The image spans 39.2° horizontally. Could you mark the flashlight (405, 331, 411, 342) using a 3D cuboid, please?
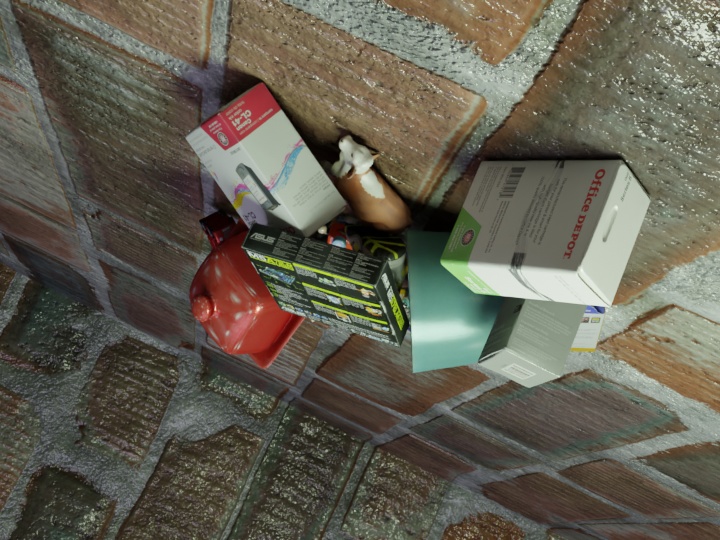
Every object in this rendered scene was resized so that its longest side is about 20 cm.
[{"bbox_3d":[0.077,0.101,1.919,0.199,0.068,0.068,24,159,-11],"label":"flashlight"}]

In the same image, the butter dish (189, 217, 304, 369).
[{"bbox_3d":[-0.205,0.045,1.607,0.200,0.147,0.200,52,129,19],"label":"butter dish"}]

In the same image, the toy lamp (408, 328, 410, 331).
[{"bbox_3d":[0.157,0.100,1.811,0.199,0.059,0.058,6,155,42],"label":"toy lamp"}]

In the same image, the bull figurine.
[{"bbox_3d":[-0.002,-0.114,1.400,0.121,0.065,0.200,16,158,39],"label":"bull figurine"}]

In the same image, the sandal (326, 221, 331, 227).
[{"bbox_3d":[-0.133,-0.117,1.599,0.200,0.043,0.076,35,160,-28],"label":"sandal"}]

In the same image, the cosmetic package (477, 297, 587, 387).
[{"bbox_3d":[0.235,0.039,1.290,0.090,0.201,0.107,24,160,-5],"label":"cosmetic package"}]

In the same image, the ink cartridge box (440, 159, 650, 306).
[{"bbox_3d":[0.210,-0.046,1.162,0.199,0.146,0.084,6,155,47],"label":"ink cartridge box"}]

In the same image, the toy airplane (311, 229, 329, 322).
[{"bbox_3d":[-0.137,-0.011,1.745,0.200,0.141,0.199,41,153,8],"label":"toy airplane"}]

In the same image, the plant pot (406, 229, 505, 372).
[{"bbox_3d":[0.148,0.040,1.428,0.159,0.203,0.201,-3,159,3],"label":"plant pot"}]

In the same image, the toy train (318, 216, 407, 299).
[{"bbox_3d":[0.000,0.000,1.550,0.149,0.201,0.056,9,127,-4],"label":"toy train"}]

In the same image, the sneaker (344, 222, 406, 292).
[{"bbox_3d":[0.019,-0.024,1.487,0.075,0.077,0.200,-5,-159,-7],"label":"sneaker"}]

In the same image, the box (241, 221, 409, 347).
[{"bbox_3d":[-0.043,0.022,1.365,0.198,0.048,0.194,16,155,21],"label":"box"}]

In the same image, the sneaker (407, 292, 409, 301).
[{"bbox_3d":[0.158,0.030,1.599,0.198,0.078,0.085,1,148,32],"label":"sneaker"}]

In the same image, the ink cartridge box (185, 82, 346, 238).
[{"bbox_3d":[-0.130,-0.135,1.364,0.201,0.085,0.147,56,153,-11],"label":"ink cartridge box"}]

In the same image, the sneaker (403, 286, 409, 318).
[{"bbox_3d":[0.120,0.053,1.721,0.198,0.086,0.078,3,116,12],"label":"sneaker"}]

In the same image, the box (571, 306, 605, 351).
[{"bbox_3d":[0.299,0.072,1.507,0.118,0.042,0.200,2,156,8],"label":"box"}]

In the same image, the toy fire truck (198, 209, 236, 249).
[{"bbox_3d":[-0.239,-0.036,1.837,0.142,0.048,0.200,66,167,-19],"label":"toy fire truck"}]
